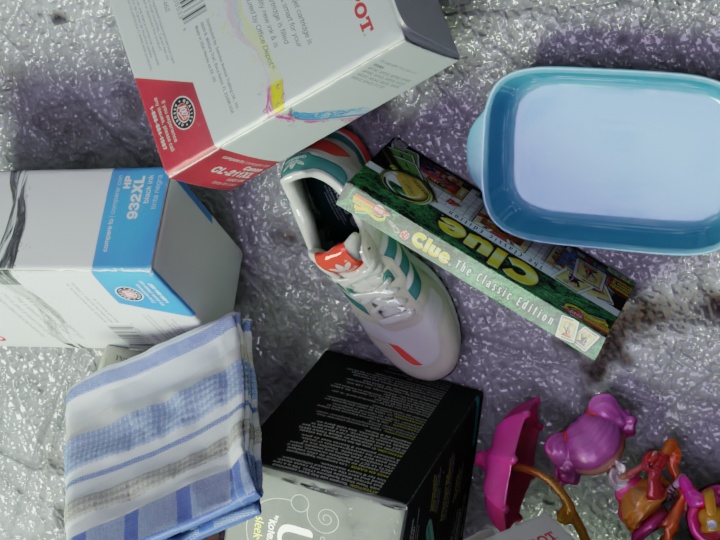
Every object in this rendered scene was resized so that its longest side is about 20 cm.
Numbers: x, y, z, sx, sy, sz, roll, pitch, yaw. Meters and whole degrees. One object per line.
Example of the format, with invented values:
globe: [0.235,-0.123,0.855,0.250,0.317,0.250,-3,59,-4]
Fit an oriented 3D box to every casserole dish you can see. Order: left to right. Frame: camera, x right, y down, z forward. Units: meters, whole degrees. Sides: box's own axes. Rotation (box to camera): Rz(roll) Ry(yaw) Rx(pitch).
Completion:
casserole dish: [0.171,-0.076,1.286,0.199,0.039,0.122,5,105,17]

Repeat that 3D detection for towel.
towel: [-0.134,0.114,1.279,0.146,0.200,0.024,-24,124,9]

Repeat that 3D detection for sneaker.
sneaker: [0.000,-0.001,1.347,0.070,0.093,0.200,-23,100,25]

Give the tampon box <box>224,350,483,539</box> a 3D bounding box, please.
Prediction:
tampon box: [-0.007,0.170,1.352,0.126,0.200,0.150,14,112,14]

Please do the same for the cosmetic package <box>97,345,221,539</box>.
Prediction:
cosmetic package: [-0.150,0.157,1.368,0.103,0.200,0.087,10,128,-11]

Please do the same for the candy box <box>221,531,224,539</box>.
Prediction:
candy box: [-0.197,0.271,1.468,0.072,0.168,0.200,43,119,-6]

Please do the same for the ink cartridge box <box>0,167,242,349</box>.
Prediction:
ink cartridge box: [-0.205,-0.006,1.383,0.199,0.145,0.084,0,67,19]

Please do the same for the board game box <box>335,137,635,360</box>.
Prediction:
board game box: [0.087,-0.017,1.305,0.200,0.105,0.024,31,120,5]

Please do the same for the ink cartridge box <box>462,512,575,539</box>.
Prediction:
ink cartridge box: [0.109,0.263,1.239,0.200,0.128,0.125,43,124,28]

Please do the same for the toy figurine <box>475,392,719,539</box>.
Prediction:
toy figurine: [0.173,0.161,1.341,0.200,0.150,0.184,-40,83,5]

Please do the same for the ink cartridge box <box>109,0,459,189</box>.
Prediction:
ink cartridge box: [-0.052,-0.163,1.284,0.200,0.083,0.146,-27,72,25]
